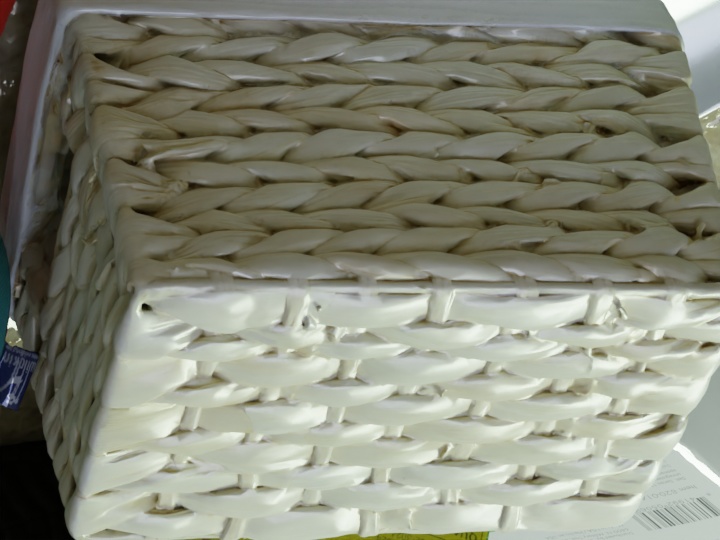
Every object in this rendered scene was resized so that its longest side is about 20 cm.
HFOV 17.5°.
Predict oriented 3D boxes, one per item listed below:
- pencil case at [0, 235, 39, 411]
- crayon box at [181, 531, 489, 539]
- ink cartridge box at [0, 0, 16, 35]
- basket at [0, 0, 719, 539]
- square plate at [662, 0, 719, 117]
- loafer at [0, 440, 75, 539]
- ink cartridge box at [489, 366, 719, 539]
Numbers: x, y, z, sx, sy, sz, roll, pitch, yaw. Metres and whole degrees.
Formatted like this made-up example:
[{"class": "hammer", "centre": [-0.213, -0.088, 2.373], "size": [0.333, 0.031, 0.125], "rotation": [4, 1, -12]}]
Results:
[{"class": "pencil case", "centre": [-0.185, 0.005, 0.629], "size": [0.200, 0.085, 0.093], "rotation": [10, 94, -53]}, {"class": "crayon box", "centre": [-0.029, 0.108, 0.764], "size": [0.127, 0.201, 0.051], "rotation": [21, 150, -13]}, {"class": "ink cartridge box", "centre": [-0.207, -0.032, 0.666], "size": [0.199, 0.057, 0.163], "rotation": [9, 130, -27]}, {"class": "basket", "centre": [0.000, 0.000, 0.700], "size": [0.199, 0.124, 0.136], "rotation": [1, 139, -17]}, {"class": "square plate", "centre": [0.064, -0.106, 0.733], "size": [0.199, 0.029, 0.198], "rotation": [-28, 141, 4]}, {"class": "loafer", "centre": [-0.089, 0.101, 0.847], "size": [0.199, 0.073, 0.071], "rotation": [-16, 138, -9]}, {"class": "ink cartridge box", "centre": [0.122, 0.089, 0.897], "size": [0.117, 0.068, 0.200], "rotation": [-16, 141, 35]}]
